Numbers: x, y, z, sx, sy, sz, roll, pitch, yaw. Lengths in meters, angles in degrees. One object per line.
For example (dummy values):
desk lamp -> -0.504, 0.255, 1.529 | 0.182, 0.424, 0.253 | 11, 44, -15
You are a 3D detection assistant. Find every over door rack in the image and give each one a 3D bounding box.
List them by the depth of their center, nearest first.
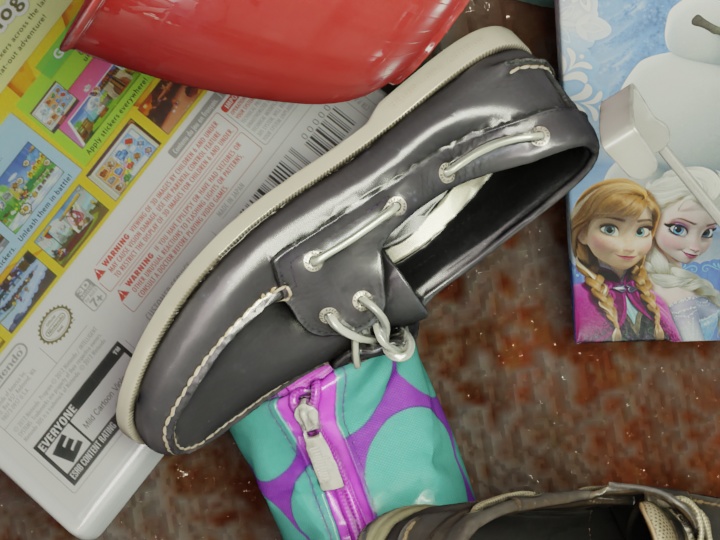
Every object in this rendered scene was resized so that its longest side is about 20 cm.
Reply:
over door rack -> 0.189, -0.043, 0.820 | 0.147, 0.067, 0.200 | -32, 131, 19

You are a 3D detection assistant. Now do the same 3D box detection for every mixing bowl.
mixing bowl -> -0.007, -0.133, 0.837 | 0.108, 0.200, 0.201 | 32, 96, -9

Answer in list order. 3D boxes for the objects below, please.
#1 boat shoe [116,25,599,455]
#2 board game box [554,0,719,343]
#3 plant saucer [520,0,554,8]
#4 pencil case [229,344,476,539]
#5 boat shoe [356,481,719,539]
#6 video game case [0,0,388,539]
boat shoe -> 0.000, 0.000, 0.850 | 0.200, 0.073, 0.063 | -43, 63, -5
board game box -> 0.172, -0.073, 0.879 | 0.199, 0.043, 0.200 | -3, 115, 6
plant saucer -> 0.080, -0.196, 0.897 | 0.199, 0.036, 0.201 | 4, 101, 21
pencil case -> 0.015, 0.121, 0.915 | 0.085, 0.092, 0.201 | -23, 89, 15
boat shoe -> 0.093, 0.114, 0.871 | 0.199, 0.073, 0.075 | -1, 78, -34
video game case -> -0.105, -0.030, 0.925 | 0.182, 0.023, 0.200 | 39, 91, 21
